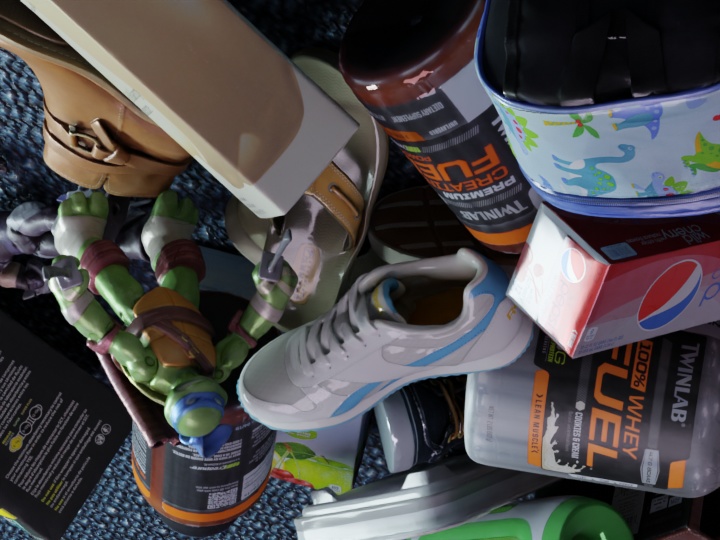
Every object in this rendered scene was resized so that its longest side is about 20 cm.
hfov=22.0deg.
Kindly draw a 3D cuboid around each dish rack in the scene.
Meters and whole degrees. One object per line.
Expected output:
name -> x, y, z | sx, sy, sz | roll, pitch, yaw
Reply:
dish rack -> 0.053, 0.166, 1.410 | 0.171, 0.044, 0.199 | -17, 177, 39

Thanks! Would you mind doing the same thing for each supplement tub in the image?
supplement tub -> 0.082, -0.084, 1.088 | 0.106, 0.108, 0.200 | -14, 134, 36
supplement tub -> -0.112, 0.111, 1.323 | 0.106, 0.108, 0.201 | 15, 142, 2
supplement tub -> 0.175, 0.083, 1.241 | 0.198, 0.123, 0.123 | 7, 143, 12

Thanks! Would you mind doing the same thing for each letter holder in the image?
letter holder -> 0.240, 0.204, 1.411 | 0.141, 0.101, 0.200 | 30, 146, -22

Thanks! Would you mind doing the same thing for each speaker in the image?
speaker -> 0.113, 0.215, 1.375 | 0.088, 0.089, 0.199 | 34, 153, -23

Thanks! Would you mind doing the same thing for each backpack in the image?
backpack -> 0.157, -0.116, 0.941 | 0.181, 0.201, 0.148 | -4, 136, 24

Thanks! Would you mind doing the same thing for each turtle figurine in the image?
turtle figurine -> -0.121, -0.004, 1.167 | 0.143, 0.194, 0.201 | -28, 130, -6

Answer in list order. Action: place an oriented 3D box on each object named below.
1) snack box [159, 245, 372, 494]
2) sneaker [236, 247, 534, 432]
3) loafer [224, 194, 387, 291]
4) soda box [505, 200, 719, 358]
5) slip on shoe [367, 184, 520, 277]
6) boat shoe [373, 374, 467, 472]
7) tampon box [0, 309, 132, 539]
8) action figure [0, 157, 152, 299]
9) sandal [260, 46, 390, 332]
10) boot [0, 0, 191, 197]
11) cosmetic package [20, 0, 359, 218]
snack box -> -0.072, 0.079, 1.410 | 0.167, 0.068, 0.201 | 14, 142, 5
sneaker -> 0.006, 0.039, 1.174 | 0.198, 0.077, 0.081 | -21, 142, 15
loafer -> 0.000, 0.000, 1.269 | 0.199, 0.076, 0.068 | 32, 138, -15
soda box -> 0.183, -0.009, 1.083 | 0.063, 0.199, 0.071 | 45, 131, 36
slip on shoe -> 0.103, -0.011, 1.221 | 0.198, 0.077, 0.061 | 1, 139, 8
boat shoe -> 0.056, 0.100, 1.329 | 0.090, 0.072, 0.200 | -14, 174, 0
tampon box -> -0.302, 0.098, 1.438 | 0.200, 0.127, 0.149 | 40, 166, -28
action figure -> -0.237, -0.029, 1.341 | 0.198, 0.070, 0.130 | -3, 147, 31
sandal -> -0.031, -0.042, 1.190 | 0.080, 0.054, 0.202 | 16, 115, 9
boot -> -0.191, -0.119, 1.198 | 0.198, 0.074, 0.155 | 26, 147, -7
cosmetic package -> -0.102, -0.123, 1.084 | 0.200, 0.071, 0.105 | 42, 173, -8
